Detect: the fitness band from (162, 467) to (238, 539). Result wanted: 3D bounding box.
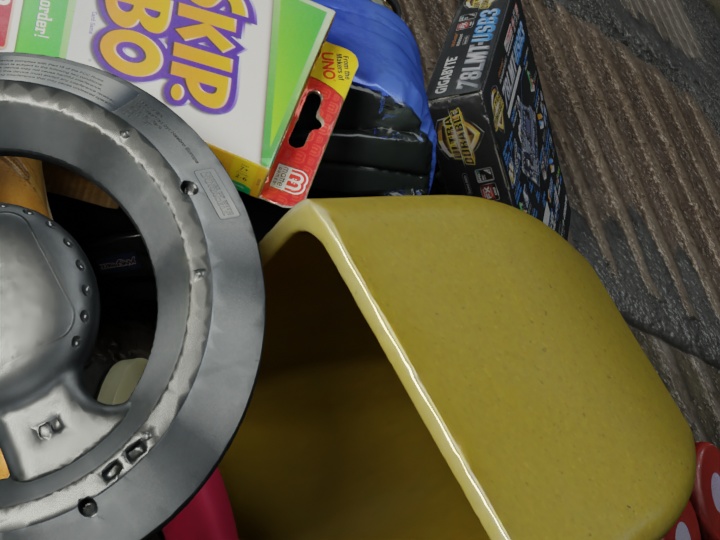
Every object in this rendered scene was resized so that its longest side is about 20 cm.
[{"bbox_3d":[-0.086,0.152,0.611,0.144,0.037,0.202,37,47,-65],"label":"fitness band"}]

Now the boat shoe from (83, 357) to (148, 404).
[{"bbox_3d":[-0.129,0.120,0.641,0.202,0.063,0.074,-79,154,-46],"label":"boat shoe"}]

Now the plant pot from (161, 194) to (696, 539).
[{"bbox_3d":[0.041,0.081,0.742,0.199,0.195,0.195,-15,69,-44],"label":"plant pot"}]

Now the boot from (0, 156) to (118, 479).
[{"bbox_3d":[-0.174,-0.006,0.631,0.143,0.071,0.202,16,56,-11],"label":"boot"}]

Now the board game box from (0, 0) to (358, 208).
[{"bbox_3d":[-0.101,-0.102,0.665,0.199,0.030,0.096,24,55,-6],"label":"board game box"}]

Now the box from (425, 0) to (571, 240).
[{"bbox_3d":[0.103,-0.077,1.129,0.200,0.049,0.200,-72,147,-56],"label":"box"}]

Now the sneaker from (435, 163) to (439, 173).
[{"bbox_3d":[0.001,-0.049,1.034,0.200,0.080,0.084,-31,103,-58],"label":"sneaker"}]

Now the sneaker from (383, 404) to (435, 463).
[{"bbox_3d":[0.018,0.058,0.931,0.076,0.076,0.200,29,27,-7],"label":"sneaker"}]

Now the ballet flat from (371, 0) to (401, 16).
[{"bbox_3d":[-0.034,-0.184,1.119,0.199,0.073,0.073,-3,59,-57],"label":"ballet flat"}]

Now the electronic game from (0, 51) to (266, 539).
[{"bbox_3d":[-0.133,0.015,0.568,0.201,0.199,0.042,59,-10,14],"label":"electronic game"}]

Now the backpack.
[{"bbox_3d":[-0.064,-0.080,0.786,0.198,0.163,0.169,11,42,-12],"label":"backpack"}]

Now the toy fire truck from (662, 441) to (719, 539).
[{"bbox_3d":[0.165,0.202,0.950,0.200,0.111,0.169,-24,101,-61],"label":"toy fire truck"}]
